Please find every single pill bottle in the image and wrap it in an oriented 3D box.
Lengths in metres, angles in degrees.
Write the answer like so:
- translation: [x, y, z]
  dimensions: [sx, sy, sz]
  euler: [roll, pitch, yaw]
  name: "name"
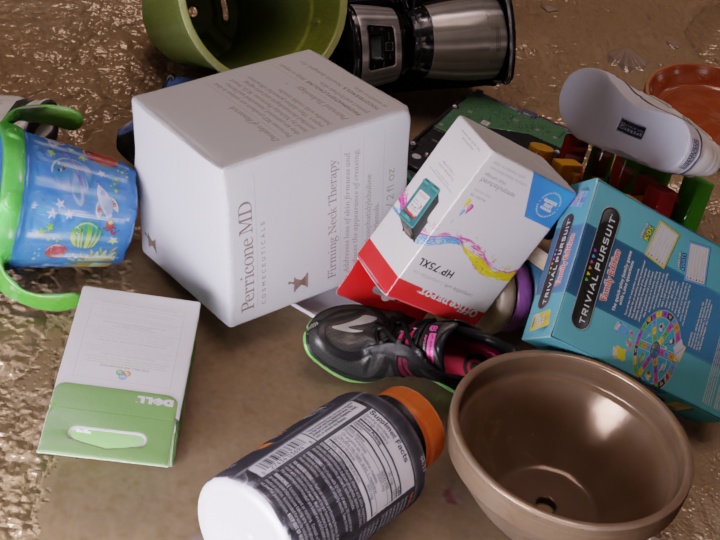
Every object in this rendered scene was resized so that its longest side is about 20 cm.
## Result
- translation: [-0.021, 0.162, 1.125]
  dimensions: [0.106, 0.106, 0.200]
  euler: [35, 42, 26]
  name: "pill bottle"

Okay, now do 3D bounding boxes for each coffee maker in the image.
- translation: [0.054, -0.254, 1.666]
  dimensions: [0.200, 0.192, 0.135]
  euler: [-6, 78, -17]
  name: "coffee maker"

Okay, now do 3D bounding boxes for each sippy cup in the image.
- translation: [-0.276, -0.059, 1.323]
  dimensions: [0.130, 0.178, 0.140]
  euler: [8, 7, -24]
  name: "sippy cup"

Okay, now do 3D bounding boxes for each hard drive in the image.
- translation: [0.137, -0.124, 1.590]
  dimensions: [0.140, 0.038, 0.200]
  euler: [26, 40, 16]
  name: "hard drive"

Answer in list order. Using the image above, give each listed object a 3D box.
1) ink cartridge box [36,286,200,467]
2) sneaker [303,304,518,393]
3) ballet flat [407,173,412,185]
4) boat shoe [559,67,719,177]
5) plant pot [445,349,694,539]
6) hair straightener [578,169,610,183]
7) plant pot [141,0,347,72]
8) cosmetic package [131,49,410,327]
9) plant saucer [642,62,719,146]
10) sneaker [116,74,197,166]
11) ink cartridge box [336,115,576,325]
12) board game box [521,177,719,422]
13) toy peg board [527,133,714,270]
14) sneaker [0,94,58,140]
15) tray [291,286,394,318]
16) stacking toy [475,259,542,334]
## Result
- translation: [-0.195, 0.102, 1.188]
  dimensions: [0.104, 0.059, 0.200]
  euler: [9, 38, -5]
  name: "ink cartridge box"
- translation: [0.050, 0.064, 1.277]
  dimensions: [0.200, 0.084, 0.077]
  euler: [9, 66, -3]
  name: "sneaker"
- translation: [-0.002, -0.116, 1.517]
  dimensions: [0.070, 0.067, 0.200]
  euler: [-34, 38, 2]
  name: "ballet flat"
- translation: [0.273, -0.140, 1.410]
  dimensions: [0.070, 0.071, 0.200]
  euler: [15, 13, -37]
  name: "boat shoe"
- translation: [0.162, 0.164, 1.186]
  dimensions: [0.200, 0.093, 0.201]
  euler: [8, 39, -6]
  name: "plant pot"
- translation: [0.305, -0.051, 1.541]
  dimensions: [0.077, 0.041, 0.200]
  euler: [-13, 44, -29]
  name: "hair straightener"
- translation: [-0.147, -0.293, 1.585]
  dimensions: [0.200, 0.200, 0.190]
  euler: [-14, 10, -30]
  name: "plant pot"
- translation: [-0.082, -0.081, 1.337]
  dimensions: [0.200, 0.168, 0.166]
  euler: [-21, 39, -30]
  name: "cosmetic package"
- translation: [0.438, -0.187, 1.761]
  dimensions: [0.200, 0.032, 0.200]
  euler: [8, 38, -6]
  name: "plant saucer"
- translation: [-0.187, -0.154, 1.516]
  dimensions: [0.089, 0.079, 0.200]
  euler: [25, 30, 27]
  name: "sneaker"
- translation: [0.082, -0.025, 1.291]
  dimensions: [0.116, 0.200, 0.067]
  euler: [21, 22, -39]
  name: "ink cartridge box"
- translation: [0.255, 0.029, 1.297]
  dimensions: [0.200, 0.047, 0.151]
  euler: [26, 73, -22]
  name: "board game box"
- translation: [0.223, -0.073, 1.411]
  dimensions: [0.199, 0.098, 0.200]
  euler: [0, 25, -35]
  name: "toy peg board"
- translation: [-0.391, -0.122, 1.423]
  dimensions: [0.115, 0.076, 0.201]
  euler: [12, 29, 14]
  name: "sneaker"
- translation: [0.000, 0.000, 1.405]
  dimensions: [0.107, 0.022, 0.200]
  euler: [30, 41, 20]
  name: "tray"
- translation: [0.194, 0.013, 1.406]
  dimensions: [0.200, 0.085, 0.085]
  euler: [-4, 40, -30]
  name: "stacking toy"
